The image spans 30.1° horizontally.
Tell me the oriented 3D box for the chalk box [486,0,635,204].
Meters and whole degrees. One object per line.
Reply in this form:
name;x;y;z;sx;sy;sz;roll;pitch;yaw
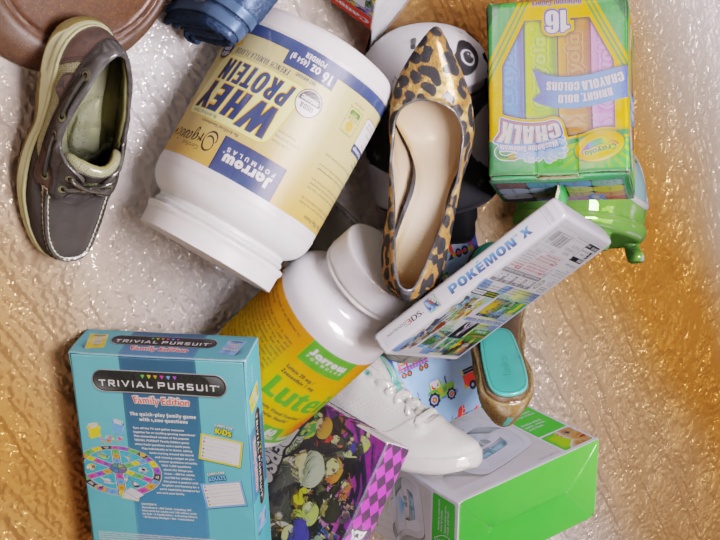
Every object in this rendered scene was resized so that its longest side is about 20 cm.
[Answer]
chalk box;0.178;-0.124;1.171;0.124;0.123;0.201;23;66;-76

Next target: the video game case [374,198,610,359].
video game case;0.117;0.013;1.128;0.182;0.022;0.200;-38;164;13

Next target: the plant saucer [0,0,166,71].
plant saucer;-0.213;-0.245;1.002;0.199;0.034;0.201;-17;118;-35

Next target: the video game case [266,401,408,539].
video game case;-0.063;0.214;1.209;0.036;0.181;0.201;25;90;-43

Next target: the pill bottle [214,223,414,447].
pill bottle;-0.045;0.054;1.150;0.111;0.111;0.200;19;128;-43

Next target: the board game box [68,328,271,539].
board game box;-0.157;0.152;1.130;0.047;0.150;0.201;-66;157;-66

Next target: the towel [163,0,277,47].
towel;-0.072;-0.265;1.063;0.049;0.111;0.200;44;76;-30

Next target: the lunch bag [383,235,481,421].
lunch bag;0.060;0.045;1.331;0.150;0.094;0.201;-21;107;-32

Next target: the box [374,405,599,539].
box;0.111;0.210;1.362;0.199;0.176;0.097;-16;117;-36

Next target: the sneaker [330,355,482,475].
sneaker;0.025;0.125;1.239;0.075;0.199;0.089;-10;114;-57

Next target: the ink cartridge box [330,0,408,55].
ink cartridge box;0.023;-0.272;1.146;0.109;0.050;0.200;-53;176;-12

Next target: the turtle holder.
turtle holder;0.244;-0.078;1.396;0.185;0.141;0.133;10;82;-34

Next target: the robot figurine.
robot figurine;0.066;-0.125;1.222;0.124;0.150;0.201;-19;115;-26

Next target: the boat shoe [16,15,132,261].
boat shoe;-0.214;-0.089;1.019;0.071;0.066;0.202;-8;124;-37

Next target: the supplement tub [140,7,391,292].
supplement tub;-0.079;-0.098;1.099;0.144;0.144;0.201;33;83;-43

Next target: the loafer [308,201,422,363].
loafer;0.000;0.000;1.218;0.070;0.070;0.200;-44;102;-17

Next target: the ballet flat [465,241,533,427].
ballet flat;0.129;0.066;1.280;0.067;0.201;0.073;-2;138;-4

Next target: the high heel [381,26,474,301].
high heel;0.052;-0.081;1.060;0.143;0.071;0.201;-76;170;-63
